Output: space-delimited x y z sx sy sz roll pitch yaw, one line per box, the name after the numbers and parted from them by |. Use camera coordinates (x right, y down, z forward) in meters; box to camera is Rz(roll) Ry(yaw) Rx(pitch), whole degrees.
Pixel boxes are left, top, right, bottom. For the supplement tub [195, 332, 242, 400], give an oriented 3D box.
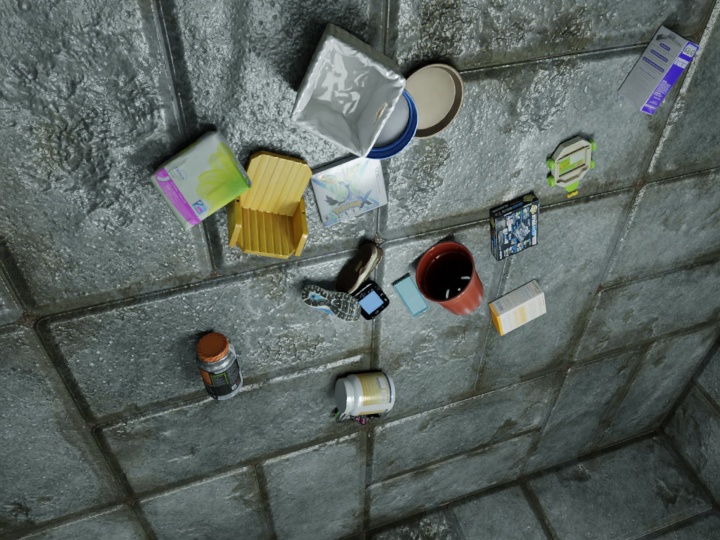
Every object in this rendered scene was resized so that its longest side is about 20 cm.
-0.437 0.294 1.796 0.119 0.124 0.204 -14 135 -12 | supplement tub

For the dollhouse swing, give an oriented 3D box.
-0.213 -0.161 1.458 0.195 0.187 0.176 8 148 -30 | dollhouse swing

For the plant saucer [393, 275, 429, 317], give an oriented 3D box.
0.172 0.087 1.970 0.069 0.019 0.201 -31 137 4 | plant saucer

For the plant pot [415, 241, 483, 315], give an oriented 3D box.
0.303 0.041 1.877 0.199 0.204 0.195 -36 144 11 | plant pot

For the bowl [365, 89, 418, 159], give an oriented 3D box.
0.044 -0.374 1.438 0.194 0.040 0.205 -4 130 -5 | bowl

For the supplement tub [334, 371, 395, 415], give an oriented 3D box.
0.015 0.454 2.145 0.194 0.146 0.147 1 131 -25 | supplement tub

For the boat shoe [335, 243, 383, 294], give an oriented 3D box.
0.003 0.005 1.776 0.074 0.076 0.203 1 139 -48 | boat shoe

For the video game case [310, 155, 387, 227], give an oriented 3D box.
-0.029 -0.222 1.583 0.195 0.022 0.185 -21 136 -6 | video game case

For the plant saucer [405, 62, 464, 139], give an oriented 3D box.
0.172 -0.431 1.480 0.194 0.030 0.204 -13 135 -13 | plant saucer

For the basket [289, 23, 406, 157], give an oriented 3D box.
-0.029 -0.399 1.282 0.196 0.163 0.200 24 120 -16 | basket

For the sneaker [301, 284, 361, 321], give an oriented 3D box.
-0.089 0.097 1.786 0.195 0.090 0.080 24 83 -8 | sneaker

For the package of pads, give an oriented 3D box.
-0.372 -0.213 1.358 0.197 0.068 0.157 -30 109 6 | package of pads

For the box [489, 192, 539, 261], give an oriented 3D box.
0.502 -0.138 1.897 0.155 0.047 0.203 -23 136 -4 | box

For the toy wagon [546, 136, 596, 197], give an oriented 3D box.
0.652 -0.316 1.809 0.152 0.040 0.202 -24 137 -3 | toy wagon

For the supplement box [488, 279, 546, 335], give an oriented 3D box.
0.588 0.140 2.176 0.196 0.074 0.127 -27 136 0 | supplement box

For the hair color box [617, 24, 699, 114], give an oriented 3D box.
0.823 -0.555 1.616 0.063 0.111 0.203 5 129 -28 | hair color box

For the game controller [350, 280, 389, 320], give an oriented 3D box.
0.031 0.097 1.870 0.103 0.043 0.200 -30 150 6 | game controller

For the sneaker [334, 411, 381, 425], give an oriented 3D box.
-0.006 0.561 2.277 0.194 0.085 0.078 -10 134 -17 | sneaker
